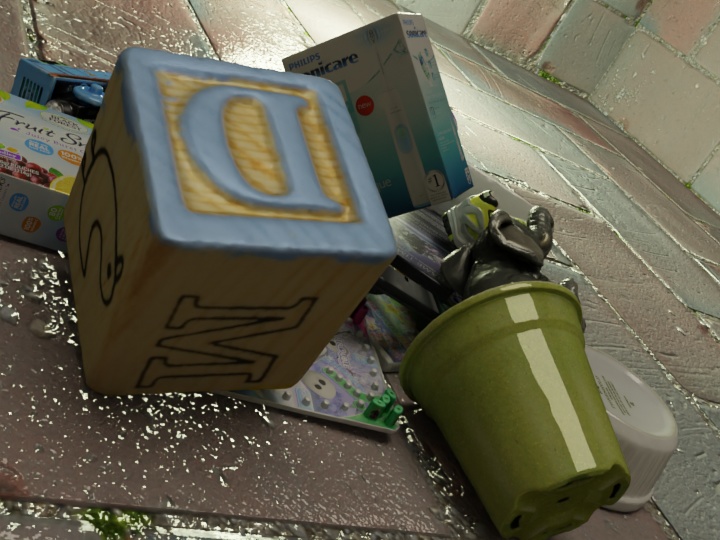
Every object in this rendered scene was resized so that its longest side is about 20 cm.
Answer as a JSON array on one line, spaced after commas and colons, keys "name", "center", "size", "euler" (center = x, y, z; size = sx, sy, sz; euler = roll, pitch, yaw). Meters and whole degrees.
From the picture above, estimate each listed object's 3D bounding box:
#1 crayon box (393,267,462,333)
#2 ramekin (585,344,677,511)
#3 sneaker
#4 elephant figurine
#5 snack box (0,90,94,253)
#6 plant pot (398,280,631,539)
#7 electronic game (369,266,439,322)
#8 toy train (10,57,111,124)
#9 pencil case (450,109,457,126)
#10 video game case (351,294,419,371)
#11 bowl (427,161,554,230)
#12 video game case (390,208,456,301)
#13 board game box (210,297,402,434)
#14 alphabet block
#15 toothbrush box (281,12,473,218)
[{"name": "crayon box", "center": [0.119, 0.040, 1.122], "size": [0.125, 0.052, 0.201], "euler": [22, 25, -24]}, {"name": "ramekin", "center": [0.273, 0.171, 1.052], "size": [0.201, 0.095, 0.203], "euler": [27, 24, -13]}, {"name": "sneaker", "center": [0.190, -0.018, 1.140], "size": [0.200, 0.076, 0.076], "euler": [40, 26, -28]}, {"name": "elephant figurine", "center": [0.160, -0.003, 1.017], "size": [0.155, 0.140, 0.202], "euler": [52, 21, -54]}, {"name": "snack box", "center": [-0.298, -0.092, 0.882], "size": [0.199, 0.068, 0.169], "euler": [20, 26, -31]}, {"name": "plant pot", "center": [0.158, 0.146, 0.870], "size": [0.199, 0.201, 0.185], "euler": [13, 41, -37]}, {"name": "electronic game", "center": [0.000, 0.000, 1.003], "size": [0.199, 0.042, 0.200], "euler": [31, 1, 0]}, {"name": "toy train", "center": [-0.300, -0.186, 1.045], "size": [0.114, 0.087, 0.200], "euler": [32, 20, 20]}, {"name": "pencil case", "center": [0.057, -0.156, 1.160], "size": [0.086, 0.084, 0.200], "euler": [53, 39, -12]}, {"name": "video game case", "center": [0.056, 0.065, 1.083], "size": [0.199, 0.018, 0.143], "euler": [5, 36, -47]}, {"name": "bowl", "center": [0.152, -0.057, 1.285], "size": [0.199, 0.075, 0.200], "euler": [35, -20, 1]}, {"name": "video game case", "center": [0.074, -0.036, 1.129], "size": [0.142, 0.019, 0.200], "euler": [34, 25, 7]}, {"name": "board game box", "center": [-0.064, 0.064, 0.902], "size": [0.198, 0.026, 0.201], "euler": [17, 29, -23]}, {"name": "alphabet block", "center": [-0.116, -0.032, 0.740], "size": [0.195, 0.200, 0.197], "euler": [4, 51, -31]}, {"name": "toothbrush box", "center": [0.020, -0.161, 0.994], "size": [0.085, 0.145, 0.202], "euler": [-31, 106, -64]}]
